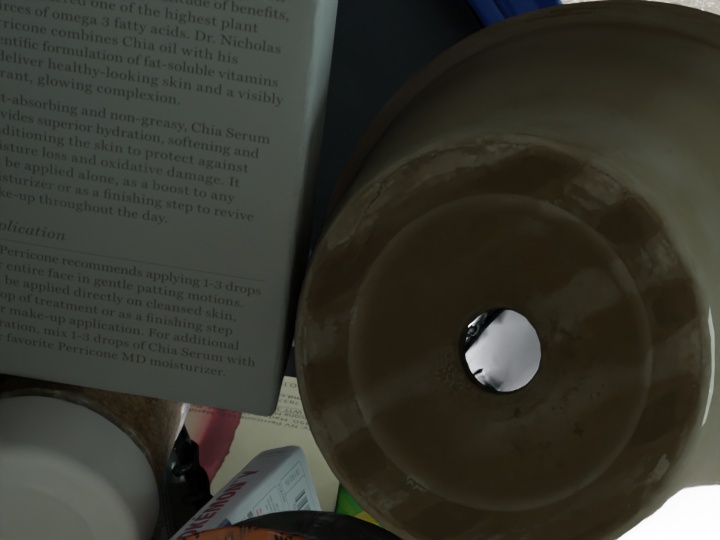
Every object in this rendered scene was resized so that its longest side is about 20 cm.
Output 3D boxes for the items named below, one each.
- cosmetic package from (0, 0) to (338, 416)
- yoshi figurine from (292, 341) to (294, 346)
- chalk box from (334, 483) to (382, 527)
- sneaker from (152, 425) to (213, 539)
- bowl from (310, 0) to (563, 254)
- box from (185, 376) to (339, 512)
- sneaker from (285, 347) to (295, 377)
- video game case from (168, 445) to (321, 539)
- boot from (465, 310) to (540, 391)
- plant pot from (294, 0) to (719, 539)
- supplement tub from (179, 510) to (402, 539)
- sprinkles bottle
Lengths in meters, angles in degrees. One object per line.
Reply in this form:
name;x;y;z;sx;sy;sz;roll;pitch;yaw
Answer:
cosmetic package;-0.058;-0.064;0.614;0.071;0.101;0.201;-79;177;-55
yoshi figurine;0.003;-0.002;0.953;0.113;0.199;0.113;79;27;-69
chalk box;0.045;0.146;0.971;0.124;0.123;0.201;46;51;-84
sneaker;-0.077;0.100;0.854;0.066;0.090;0.201;-72;171;-76
bowl;-0.001;-0.079;0.884;0.039;0.200;0.202;-37;-145;53
box;-0.066;0.147;1.042;0.200;0.108;0.129;-73;171;-66
sneaker;-0.042;0.072;1.240;0.200;0.111;0.074;91;10;-70
video game case;-0.033;0.187;0.798;0.182;0.023;0.201;-40;117;-66
boot;0.095;0.006;0.846;0.198;0.073;0.163;-45;136;-5
plant pot;0.061;0.015;0.665;0.173;0.199;0.201;-12;112;-71
supplement tub;-0.001;0.145;0.695;0.200;0.122;0.123;38;59;-61
sprinkles bottle;-0.083;0.026;0.723;0.200;0.068;0.069;-76;175;-56
